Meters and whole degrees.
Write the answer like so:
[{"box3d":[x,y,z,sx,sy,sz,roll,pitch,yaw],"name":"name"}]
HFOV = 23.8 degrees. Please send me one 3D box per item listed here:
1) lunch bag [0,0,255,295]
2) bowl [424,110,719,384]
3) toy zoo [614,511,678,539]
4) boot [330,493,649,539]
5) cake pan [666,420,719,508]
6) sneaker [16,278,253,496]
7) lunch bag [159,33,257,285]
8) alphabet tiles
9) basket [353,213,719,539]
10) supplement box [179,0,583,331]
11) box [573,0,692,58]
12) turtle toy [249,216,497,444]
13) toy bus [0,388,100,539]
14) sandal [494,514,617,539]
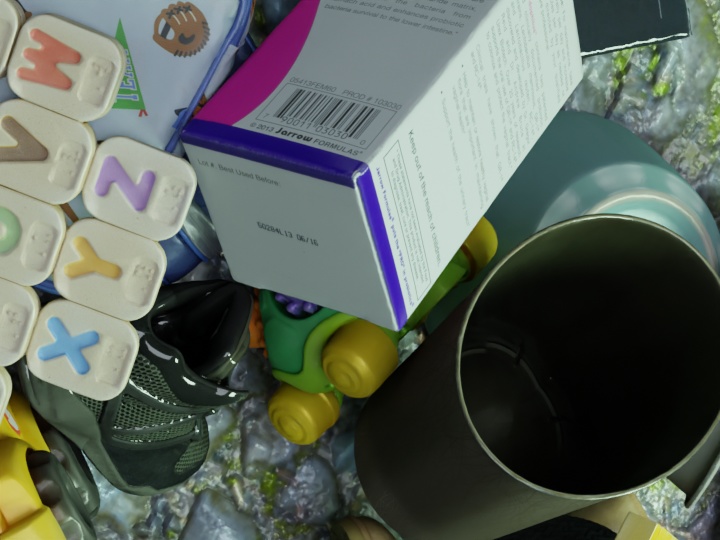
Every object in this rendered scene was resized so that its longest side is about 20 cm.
[{"box3d":[-0.153,-0.095,0.809,0.160,0.076,0.201,31,97,-8],"name":"lunch bag"},{"box3d":[0.146,0.003,1.056,0.199,0.105,0.203,-3,97,-22],"name":"bowl"},{"box3d":[0.159,0.219,1.014,0.132,0.020,0.200,-65,153,-9],"name":"toy zoo"},{"box3d":[0.091,0.189,1.082,0.199,0.066,0.176,-26,117,-16],"name":"boot"},{"box3d":[0.235,0.051,1.063,0.037,0.200,0.201,27,85,10],"name":"cake pan"},{"box3d":[-0.097,0.065,0.923,0.113,0.200,0.077,-11,61,10],"name":"sneaker"},{"box3d":[-0.113,-0.088,0.922,0.132,0.136,0.201,-33,102,0],"name":"lunch bag"},{"box3d":[-0.182,-0.026,0.776,0.194,0.015,0.201,21,99,-1],"name":"alphabet tiles"},{"box3d":[0.085,0.076,0.935,0.180,0.200,0.136,-33,85,-30],"name":"basket"},{"box3d":[0.018,-0.083,0.830,0.200,0.101,0.104,-52,144,-32],"name":"supplement box"},{"box3d":[0.077,-0.194,1.003,0.198,0.107,0.150,-12,101,-19],"name":"box"},{"box3d":[0.000,0.000,0.963,0.101,0.200,0.146,44,53,0],"name":"turtle toy"},{"box3d":[-0.229,0.079,0.869,0.135,0.200,0.193,-24,99,-6],"name":"toy bus"},{"box3d":[0.067,0.193,1.004,0.199,0.075,0.048,-13,126,-21],"name":"sandal"}]
